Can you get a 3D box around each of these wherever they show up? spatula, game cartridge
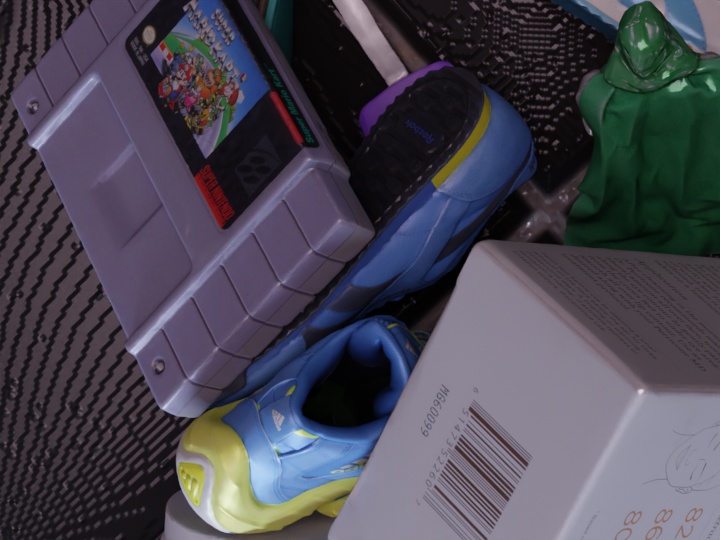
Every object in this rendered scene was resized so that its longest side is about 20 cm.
[{"bbox_3d":[-0.002,-0.122,1.162,0.056,0.021,0.201,-30,88,11],"label":"spatula"},{"bbox_3d":[-0.079,-0.052,1.102,0.130,0.038,0.201,-48,52,25],"label":"game cartridge"}]

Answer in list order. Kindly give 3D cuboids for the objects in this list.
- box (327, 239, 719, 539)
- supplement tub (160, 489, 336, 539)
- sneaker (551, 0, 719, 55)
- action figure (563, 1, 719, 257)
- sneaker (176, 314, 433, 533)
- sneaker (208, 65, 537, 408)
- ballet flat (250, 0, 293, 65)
[{"bbox_3d":[0.112,0.082,1.042,0.106,0.199,0.153,43,115,37],"label":"box"},{"bbox_3d":[-0.032,0.205,1.120,0.144,0.145,0.202,5,101,9],"label":"supplement tub"},{"bbox_3d":[0.130,-0.142,1.114,0.199,0.077,0.081,34,90,1],"label":"sneaker"},{"bbox_3d":[0.132,-0.056,1.058,0.117,0.200,0.055,-10,65,8],"label":"action figure"},{"bbox_3d":[0.018,0.059,1.080,0.105,0.199,0.076,-38,78,46],"label":"sneaker"},{"bbox_3d":[0.000,0.000,1.115,0.200,0.078,0.066,-43,46,1],"label":"sneaker"},{"bbox_3d":[-0.067,-0.045,1.156,0.072,0.073,0.202,1,96,9],"label":"ballet flat"}]
